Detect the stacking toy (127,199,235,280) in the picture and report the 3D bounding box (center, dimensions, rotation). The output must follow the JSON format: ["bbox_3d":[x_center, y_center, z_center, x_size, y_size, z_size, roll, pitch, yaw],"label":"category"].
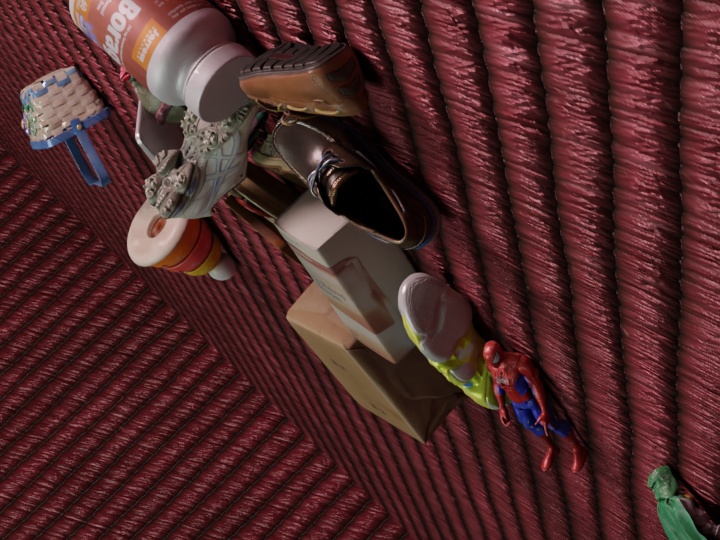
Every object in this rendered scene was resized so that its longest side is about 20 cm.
[{"bbox_3d":[-0.285,-0.038,2.440,0.200,0.147,0.146,34,178,-39],"label":"stacking toy"}]

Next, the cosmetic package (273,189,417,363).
[{"bbox_3d":[0.000,0.000,1.632,0.103,0.087,0.200,32,160,52],"label":"cosmetic package"}]

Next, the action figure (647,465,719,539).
[{"bbox_3d":[0.351,0.279,1.415,0.201,0.055,0.118,53,169,3],"label":"action figure"}]

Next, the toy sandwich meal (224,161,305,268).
[{"bbox_3d":[-0.119,-0.071,1.727,0.204,0.070,0.205,34,-172,-6],"label":"toy sandwich meal"}]

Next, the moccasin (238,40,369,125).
[{"bbox_3d":[-0.052,-0.171,1.333,0.201,0.074,0.078,8,131,56],"label":"moccasin"}]

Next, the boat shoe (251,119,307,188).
[{"bbox_3d":[-0.061,-0.126,1.540,0.073,0.063,0.200,23,180,-24],"label":"boat shoe"}]

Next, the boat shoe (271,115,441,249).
[{"bbox_3d":[-0.012,-0.091,1.387,0.199,0.073,0.072,33,-161,17],"label":"boat shoe"}]

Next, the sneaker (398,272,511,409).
[{"bbox_3d":[0.092,0.076,1.594,0.200,0.076,0.105,52,167,-24],"label":"sneaker"}]

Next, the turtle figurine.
[{"bbox_3d":[-0.203,-0.210,1.644,0.200,0.101,0.150,38,177,-2],"label":"turtle figurine"}]

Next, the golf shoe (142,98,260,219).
[{"bbox_3d":[-0.155,-0.139,1.584,0.097,0.200,0.078,12,-144,-48],"label":"golf shoe"}]

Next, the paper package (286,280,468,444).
[{"bbox_3d":[0.024,0.106,1.843,0.191,0.103,0.200,51,166,-24],"label":"paper package"}]

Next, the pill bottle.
[{"bbox_3d":[-0.202,-0.245,1.489,0.200,0.112,0.112,41,166,22],"label":"pill bottle"}]

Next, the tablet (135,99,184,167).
[{"bbox_3d":[-0.229,-0.184,1.724,0.130,0.014,0.201,56,-157,-43],"label":"tablet"}]

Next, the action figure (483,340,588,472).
[{"bbox_3d":[0.183,0.148,1.559,0.065,0.052,0.201,1,135,44],"label":"action figure"}]

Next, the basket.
[{"bbox_3d":[-0.480,-0.232,2.377,0.201,0.139,0.176,60,164,-13],"label":"basket"}]
